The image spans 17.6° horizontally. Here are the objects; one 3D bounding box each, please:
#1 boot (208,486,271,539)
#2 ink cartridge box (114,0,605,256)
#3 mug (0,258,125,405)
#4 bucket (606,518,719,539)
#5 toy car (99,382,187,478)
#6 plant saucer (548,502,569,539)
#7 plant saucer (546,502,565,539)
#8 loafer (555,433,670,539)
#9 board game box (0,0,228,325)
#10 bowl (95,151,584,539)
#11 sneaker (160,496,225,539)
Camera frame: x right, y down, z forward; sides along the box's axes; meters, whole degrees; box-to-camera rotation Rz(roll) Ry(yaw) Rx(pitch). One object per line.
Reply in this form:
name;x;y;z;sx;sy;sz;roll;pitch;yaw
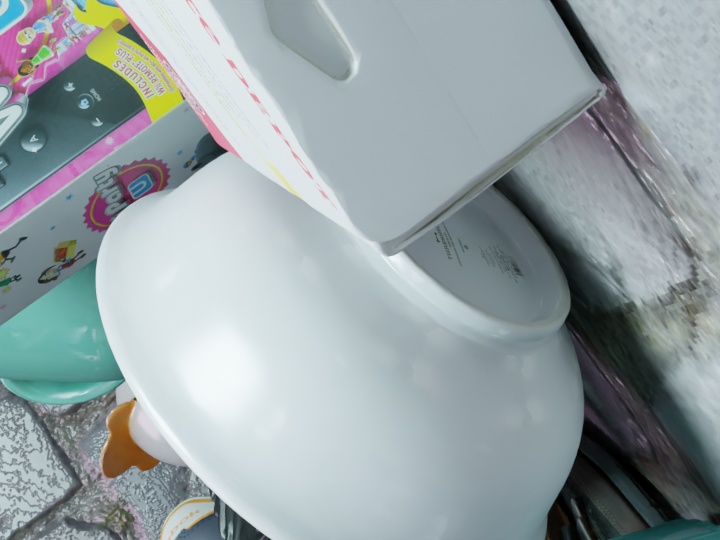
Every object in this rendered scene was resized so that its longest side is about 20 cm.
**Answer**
boot;0.019;0.068;0.949;0.168;0.076;0.200;13;-153;-29
ink cartridge box;-0.027;-0.099;0.700;0.145;0.083;0.200;55;173;-21
mug;-0.126;-0.023;1.053;0.185;0.114;0.152;76;-163;-80
bucket;0.099;0.200;0.893;0.207;0.135;0.207;43;142;46
toy car;-0.083;0.071;1.492;0.184;0.200;0.177;50;173;30
plant saucer;0.041;0.123;1.308;0.200;0.048;0.200;50;161;-11
plant saucer;0.084;0.142;1.129;0.200;0.035;0.200;-21;-90;-85
loafer;0.130;0.153;1.008;0.200;0.063;0.072;49;174;32
board game box;-0.123;-0.088;0.922;0.148;0.200;0.064;50;173;23
bowl;0.012;0.016;0.841;0.201;0.090;0.201;30;-150;-19
sneaker;0.006;0.133;0.992;0.200;0.078;0.079;19;-168;-34
